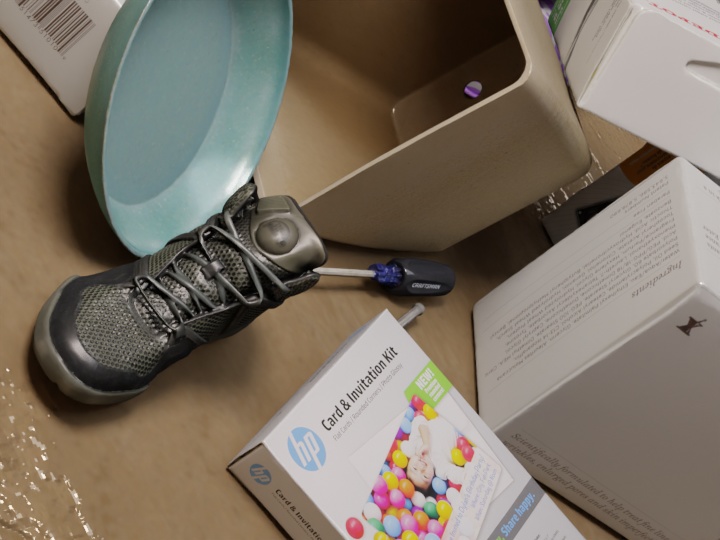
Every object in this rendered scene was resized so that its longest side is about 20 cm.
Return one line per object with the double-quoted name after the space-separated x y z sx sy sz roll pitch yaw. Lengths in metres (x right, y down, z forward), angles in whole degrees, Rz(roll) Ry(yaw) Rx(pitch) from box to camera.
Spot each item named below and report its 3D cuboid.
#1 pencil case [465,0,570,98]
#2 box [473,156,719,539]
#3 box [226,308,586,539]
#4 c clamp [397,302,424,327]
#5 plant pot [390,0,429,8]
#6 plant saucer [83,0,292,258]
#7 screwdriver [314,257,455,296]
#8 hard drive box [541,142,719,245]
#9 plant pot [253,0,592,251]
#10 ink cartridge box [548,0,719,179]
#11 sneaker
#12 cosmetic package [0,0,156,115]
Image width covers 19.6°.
0.141 -0.185 1.671 0.085 0.084 0.200 24 21 23 "pencil case"
0.213 0.066 1.406 0.199 0.200 0.131 35 34 -28 "box"
0.034 0.141 1.227 0.200 0.041 0.156 49 41 -3 "box"
0.054 0.121 1.307 0.200 0.027 0.171 58 33 5 "c clamp"
0.030 -0.232 1.514 0.201 0.201 0.093 -36 126 -58 "plant pot"
-0.105 -0.105 1.212 0.036 0.200 0.200 20 23 23 "plant saucer"
0.000 0.000 1.347 0.200 0.029 0.028 8 53 -56 "screwdriver"
0.254 0.005 1.561 0.077 0.156 0.200 -5 63 -55 "hard drive box"
0.044 -0.123 1.395 0.177 0.200 0.200 35 33 -52 "plant pot"
0.217 -0.148 1.443 0.146 0.084 0.200 25 21 -10 "ink cartridge box"
-0.094 0.007 1.147 0.076 0.114 0.199 56 33 7 "sneaker"
-0.147 -0.192 1.301 0.113 0.081 0.200 50 31 -6 "cosmetic package"
